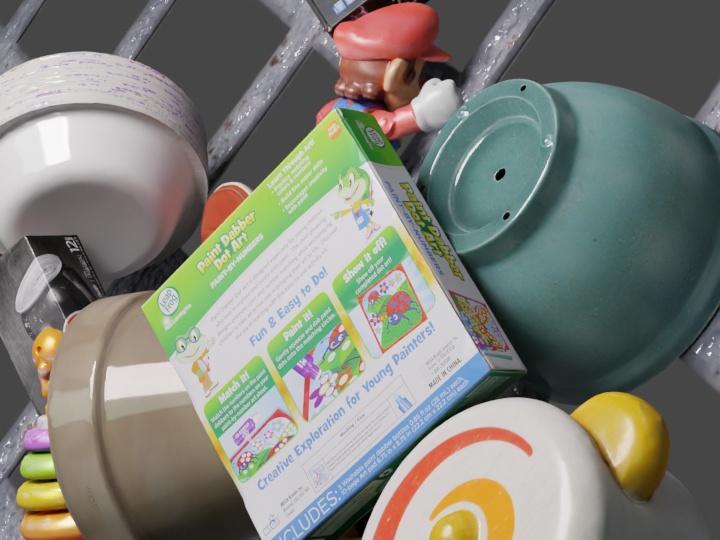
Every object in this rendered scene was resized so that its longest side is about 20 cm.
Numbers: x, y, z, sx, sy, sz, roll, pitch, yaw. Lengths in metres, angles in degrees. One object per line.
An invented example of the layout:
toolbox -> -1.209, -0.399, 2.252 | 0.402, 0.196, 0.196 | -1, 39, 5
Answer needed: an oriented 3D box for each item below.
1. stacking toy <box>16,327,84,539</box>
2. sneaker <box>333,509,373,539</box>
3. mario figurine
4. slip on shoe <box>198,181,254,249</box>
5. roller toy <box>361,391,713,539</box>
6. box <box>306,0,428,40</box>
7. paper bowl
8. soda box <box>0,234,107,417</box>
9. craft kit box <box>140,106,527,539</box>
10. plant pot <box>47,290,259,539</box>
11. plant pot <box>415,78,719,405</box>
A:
stacking toy -> -0.208, 0.140, 1.515 | 0.116, 0.109, 0.201 | -7, 92, 45
sneaker -> 0.003, 0.198, 1.305 | 0.078, 0.082, 0.201 | 13, 76, 54
mario figurine -> 0.018, -0.098, 1.540 | 0.123, 0.106, 0.201 | 22, 94, 19
slip on shoe -> -0.109, 0.009, 1.608 | 0.074, 0.061, 0.201 | -31, 42, 37
roller toy -> 0.093, 0.170, 1.162 | 0.200, 0.140, 0.183 | -18, 51, 43
box -> 0.031, -0.279, 1.595 | 0.200, 0.044, 0.161 | -36, 53, 8
paper bowl -> -0.220, -0.069, 1.683 | 0.200, 0.200, 0.105 | -38, 39, 28
soda box -> -0.217, 0.073, 1.612 | 0.071, 0.063, 0.201 | -38, 72, 29
craft kit box -> -0.023, 0.041, 1.269 | 0.200, 0.048, 0.198 | -43, 65, 27
plant pot -> -0.085, 0.100, 1.419 | 0.173, 0.200, 0.201 | -13, 53, 28
plant pot -> 0.118, -0.036, 1.292 | 0.200, 0.134, 0.201 | -32, 42, 34
